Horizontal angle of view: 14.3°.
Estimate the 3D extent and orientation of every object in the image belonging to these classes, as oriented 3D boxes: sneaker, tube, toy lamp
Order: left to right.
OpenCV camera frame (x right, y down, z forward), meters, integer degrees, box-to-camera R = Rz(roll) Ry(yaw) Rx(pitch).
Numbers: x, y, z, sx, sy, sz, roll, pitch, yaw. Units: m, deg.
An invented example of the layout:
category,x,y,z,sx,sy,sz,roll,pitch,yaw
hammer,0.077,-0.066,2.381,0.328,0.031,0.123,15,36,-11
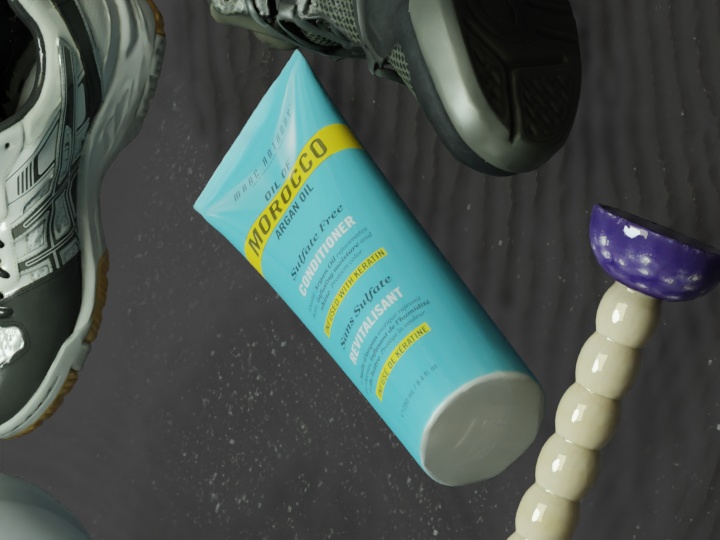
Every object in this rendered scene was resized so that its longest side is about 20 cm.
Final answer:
category,x,y,z,sx,sy,sz,roll,pitch,yaw
sneaker,-0.149,-0.032,1.193,0.076,0.088,0.201,12,90,43
tube,0.000,0.000,1.073,0.078,0.050,0.200,-52,44,13
sneaker,0.011,-0.093,1.062,0.114,0.076,0.200,-46,49,29
toy lamp,0.064,0.078,0.979,0.058,0.058,0.201,27,97,45

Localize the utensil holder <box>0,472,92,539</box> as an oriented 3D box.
category,x,y,z,sx,sy,sz,roll,pitch,yaw
utensil holder,-0.115,0.194,1.049,0.200,0.170,0.170,36,105,42
